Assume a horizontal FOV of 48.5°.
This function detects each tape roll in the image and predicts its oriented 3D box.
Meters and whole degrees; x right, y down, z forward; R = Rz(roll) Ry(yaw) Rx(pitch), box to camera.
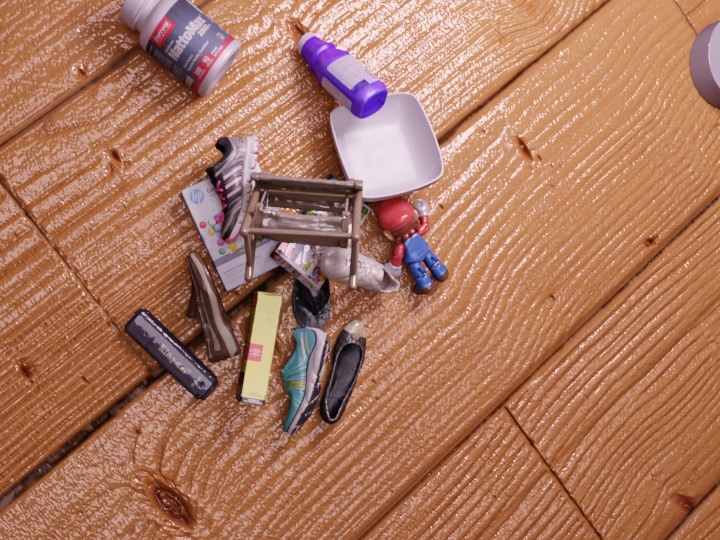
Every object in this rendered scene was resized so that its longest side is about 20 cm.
[{"bbox_3d":[0.840,-0.466,1.791,0.196,0.066,0.205,1,87,-15],"label":"tape roll"}]

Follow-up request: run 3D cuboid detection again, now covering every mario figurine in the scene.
[{"bbox_3d":[0.094,-0.058,1.574,0.202,0.105,0.124,60,39,-16],"label":"mario figurine"}]

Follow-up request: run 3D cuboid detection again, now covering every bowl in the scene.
[{"bbox_3d":[0.046,-0.228,1.537,0.196,0.075,0.203,-15,75,-16],"label":"bowl"}]

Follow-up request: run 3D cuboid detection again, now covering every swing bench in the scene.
[{"bbox_3d":[-0.095,-0.088,1.376,0.195,0.131,0.202,3,48,-1],"label":"swing bench"}]

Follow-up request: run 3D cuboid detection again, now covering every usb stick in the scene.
[{"bbox_3d":[-0.342,0.152,1.451,0.200,0.033,0.056,46,77,-10],"label":"usb stick"}]

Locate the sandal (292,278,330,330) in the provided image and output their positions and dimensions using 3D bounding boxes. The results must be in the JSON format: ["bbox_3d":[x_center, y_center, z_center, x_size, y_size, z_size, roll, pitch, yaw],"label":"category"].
[{"bbox_3d":[-0.088,0.017,1.520,0.074,0.048,0.205,4,87,-16],"label":"sandal"}]

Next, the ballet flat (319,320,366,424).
[{"bbox_3d":[-0.027,0.195,1.525,0.065,0.057,0.204,17,83,-15],"label":"ballet flat"}]

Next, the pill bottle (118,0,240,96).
[{"bbox_3d":[-0.326,-0.421,1.435,0.199,0.119,0.121,37,79,-11],"label":"pill bottle"}]

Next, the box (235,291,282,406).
[{"bbox_3d":[-0.187,0.143,1.474,0.049,0.075,0.204,11,86,-14],"label":"box"}]

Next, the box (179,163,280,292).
[{"bbox_3d":[-0.224,-0.085,1.491,0.154,0.041,0.203,-25,94,-16],"label":"box"}]

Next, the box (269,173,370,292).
[{"bbox_3d":[-0.073,-0.072,1.507,0.110,0.035,0.202,39,63,-13],"label":"box"}]

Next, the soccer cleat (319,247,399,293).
[{"bbox_3d":[0.000,0.000,1.484,0.199,0.077,0.071,22,82,-53],"label":"soccer cleat"}]

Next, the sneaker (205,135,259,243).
[{"bbox_3d":[-0.239,-0.150,1.433,0.086,0.074,0.204,10,81,-14],"label":"sneaker"}]

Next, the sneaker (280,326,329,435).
[{"bbox_3d":[-0.113,0.207,1.504,0.078,0.077,0.204,13,86,12],"label":"sneaker"}]

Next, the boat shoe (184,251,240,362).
[{"bbox_3d":[-0.286,0.071,1.451,0.074,0.075,0.206,-22,94,-9],"label":"boat shoe"}]

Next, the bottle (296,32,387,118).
[{"bbox_3d":[-0.040,-0.371,1.505,0.083,0.066,0.200,-34,68,-32],"label":"bottle"}]
